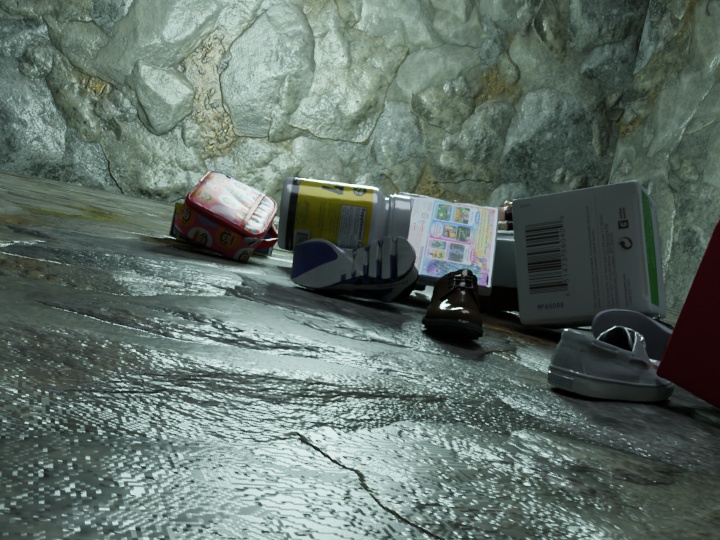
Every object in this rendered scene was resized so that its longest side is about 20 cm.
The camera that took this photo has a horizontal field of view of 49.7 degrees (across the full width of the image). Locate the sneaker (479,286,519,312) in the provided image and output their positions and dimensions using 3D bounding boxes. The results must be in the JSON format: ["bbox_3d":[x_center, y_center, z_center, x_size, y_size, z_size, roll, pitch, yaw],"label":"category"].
[{"bbox_3d":[0.303,0.052,1.426,0.198,0.071,0.108,10,5,17],"label":"sneaker"}]

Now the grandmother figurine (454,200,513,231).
[{"bbox_3d":[0.265,-0.095,1.404,0.198,0.061,0.122,5,38,21],"label":"grandmother figurine"}]

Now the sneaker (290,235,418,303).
[{"bbox_3d":[0.001,0.009,1.158,0.197,0.081,0.115,-2,-25,21],"label":"sneaker"}]

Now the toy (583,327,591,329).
[{"bbox_3d":[0.394,0.074,1.540,0.114,0.048,0.200,8,6,-30],"label":"toy"}]

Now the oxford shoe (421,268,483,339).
[{"bbox_3d":[0.119,0.039,0.991,0.072,0.085,0.200,13,6,-4],"label":"oxford shoe"}]

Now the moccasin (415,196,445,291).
[{"bbox_3d":[0.128,-0.041,1.435,0.067,0.201,0.081,-1,42,-5],"label":"moccasin"}]

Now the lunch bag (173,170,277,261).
[{"bbox_3d":[-0.229,-0.093,1.408,0.175,0.082,0.200,28,23,-8],"label":"lunch bag"}]

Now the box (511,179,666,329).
[{"bbox_3d":[0.360,-0.016,1.221,0.198,0.201,0.171,-7,-10,27],"label":"box"}]

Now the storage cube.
[{"bbox_3d":[0.432,0.062,0.759,0.199,0.181,0.171,8,16,-36],"label":"storage cube"}]

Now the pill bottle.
[{"bbox_3d":[-0.025,-0.079,1.212,0.198,0.116,0.114,7,5,-3],"label":"pill bottle"}]

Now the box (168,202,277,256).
[{"bbox_3d":[-0.268,-0.081,1.530,0.198,0.071,0.064,10,7,-31],"label":"box"}]

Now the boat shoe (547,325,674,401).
[{"bbox_3d":[0.265,0.092,0.805,0.198,0.069,0.072,9,5,-35],"label":"boat shoe"}]

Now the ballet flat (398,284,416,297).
[{"bbox_3d":[0.000,0.000,1.277,0.198,0.074,0.073,17,3,-9],"label":"ballet flat"}]

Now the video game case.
[{"bbox_3d":[0.134,-0.048,1.289,0.180,0.024,0.201,10,45,6],"label":"video game case"}]

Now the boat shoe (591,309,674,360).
[{"bbox_3d":[0.414,0.098,1.098,0.197,0.074,0.068,12,9,-4],"label":"boat shoe"}]

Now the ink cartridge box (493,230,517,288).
[{"bbox_3d":[0.272,-0.027,1.409,0.143,0.085,0.199,6,10,38],"label":"ink cartridge box"}]
